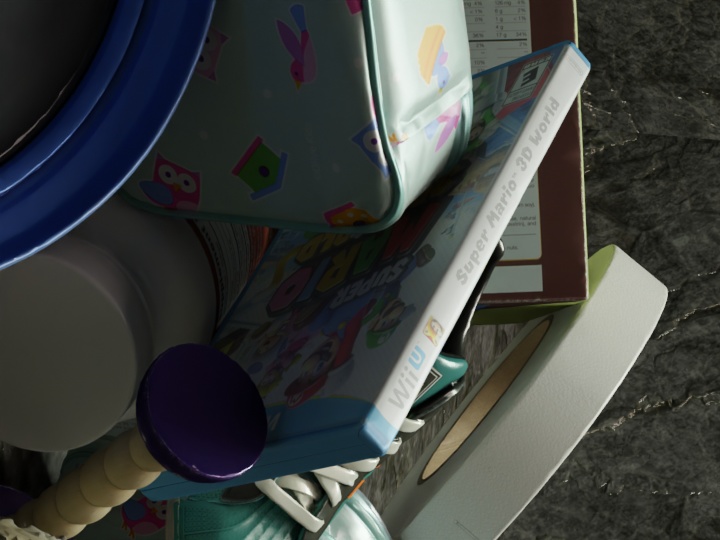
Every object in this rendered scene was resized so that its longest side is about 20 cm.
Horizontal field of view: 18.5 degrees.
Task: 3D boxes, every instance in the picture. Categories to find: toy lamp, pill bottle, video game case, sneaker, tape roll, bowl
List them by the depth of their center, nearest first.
[{"bbox_3d":[-0.129,-0.095,0.717,0.200,0.039,0.202,-28,131,-38],"label":"bowl"},{"bbox_3d":[-0.111,0.088,0.841,0.200,0.058,0.058,-35,-150,43],"label":"toy lamp"},{"bbox_3d":[0.000,0.000,0.864,0.018,0.143,0.200,46,53,-23],"label":"video game case"},{"bbox_3d":[-0.008,0.050,0.903,0.071,0.080,0.201,42,62,-26],"label":"sneaker"},{"bbox_3d":[-0.106,-0.004,0.941,0.200,0.112,0.113,-60,154,-65],"label":"pill bottle"},{"bbox_3d":[0.075,0.075,1.091,0.203,0.037,0.203,-51,-179,1],"label":"tape roll"}]

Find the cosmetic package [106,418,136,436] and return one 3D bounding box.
[{"bbox_3d":[-0.088,0.050,1.155,0.200,0.081,0.113,81,15,-50],"label":"cosmetic package"}]

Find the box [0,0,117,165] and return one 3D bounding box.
[{"bbox_3d":[-0.133,-0.124,0.788,0.064,0.070,0.201,-27,131,-33],"label":"box"}]

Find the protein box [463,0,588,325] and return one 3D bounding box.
[{"bbox_3d":[0.026,-0.076,1.087,0.199,0.134,0.201,137,-49,-84],"label":"protein box"}]

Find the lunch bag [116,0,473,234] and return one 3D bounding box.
[{"bbox_3d":[-0.045,-0.118,0.827,0.077,0.160,0.201,-37,125,-49],"label":"lunch bag"}]

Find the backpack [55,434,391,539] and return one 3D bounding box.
[{"bbox_3d":[-0.069,0.157,1.007,0.154,0.175,0.200,-61,160,-21],"label":"backpack"}]

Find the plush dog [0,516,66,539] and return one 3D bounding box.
[{"bbox_3d":[-0.142,0.153,0.752,0.161,0.200,0.172,-51,179,36],"label":"plush dog"}]
